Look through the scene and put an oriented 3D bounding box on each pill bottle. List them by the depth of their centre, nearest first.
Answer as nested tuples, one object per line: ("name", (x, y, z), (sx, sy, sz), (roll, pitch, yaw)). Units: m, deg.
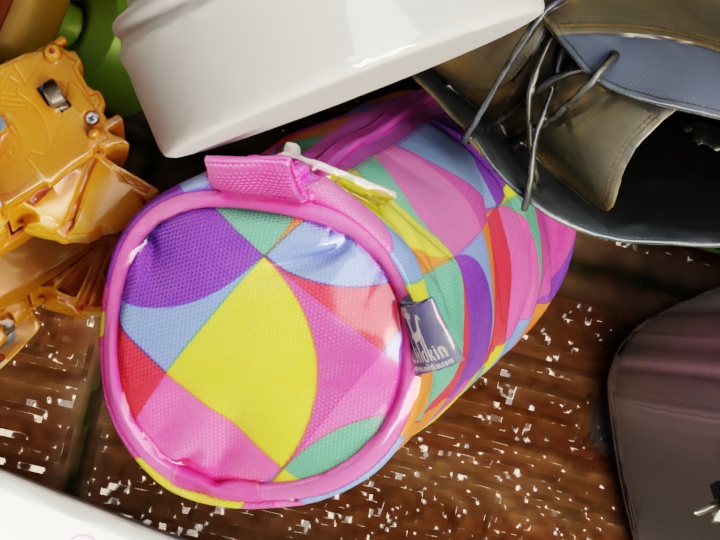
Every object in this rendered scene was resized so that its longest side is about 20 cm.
("pill bottle", (-0.037, -0.133, 0.630), (0.120, 0.120, 0.200), (-21, 90, -21))

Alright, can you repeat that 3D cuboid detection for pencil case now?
("pencil case", (0.000, 0.000, 0.741), (0.088, 0.200, 0.088), (2, 99, 13))

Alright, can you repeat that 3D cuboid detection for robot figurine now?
("robot figurine", (-0.143, 0.024, 0.703), (0.200, 0.145, 0.058), (-34, 78, -10))

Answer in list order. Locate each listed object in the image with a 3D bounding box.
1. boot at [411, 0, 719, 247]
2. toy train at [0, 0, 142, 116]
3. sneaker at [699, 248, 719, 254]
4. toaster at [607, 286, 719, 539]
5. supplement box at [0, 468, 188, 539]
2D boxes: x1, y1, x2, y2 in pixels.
("boot", (0.039, -0.065, 0.720), (0.200, 0.097, 0.075), (11, 126, -28))
("toy train", (-0.099, -0.068, 0.769), (0.116, 0.085, 0.200), (22, 91, -39))
("sneaker", (0.111, -0.089, 0.826), (0.084, 0.077, 0.200), (-2, 117, -11))
("toaster", (0.160, 0.050, 0.847), (0.200, 0.129, 0.114), (-16, 97, -22))
("supplement box", (-0.047, 0.125, 0.778), (0.200, 0.103, 0.101), (25, 84, -23))
